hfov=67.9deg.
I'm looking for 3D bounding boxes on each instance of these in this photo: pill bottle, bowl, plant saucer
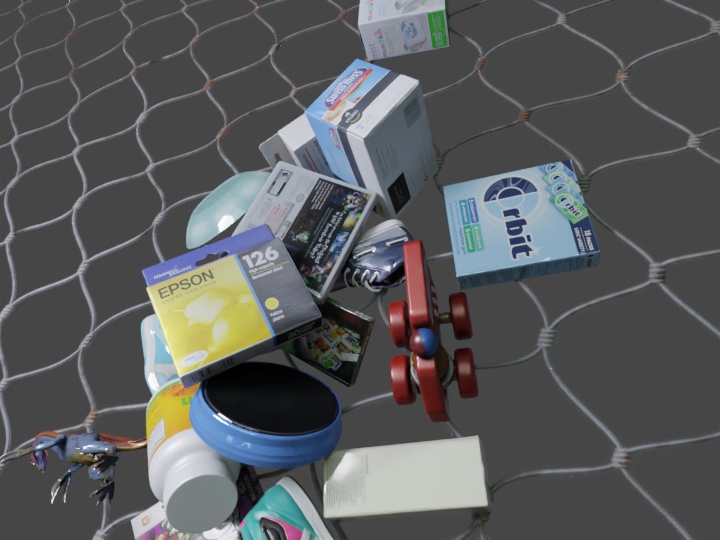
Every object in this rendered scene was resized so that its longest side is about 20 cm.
[{"bbox_3d":[-0.217,0.234,0.695,0.111,0.111,0.200,-39,29,-6],"label":"pill bottle"},{"bbox_3d":[-0.118,0.178,0.698,0.199,0.200,0.040,22,106,28],"label":"bowl"},{"bbox_3d":[-0.241,-0.120,0.942,0.200,0.039,0.202,-30,27,17],"label":"plant saucer"}]

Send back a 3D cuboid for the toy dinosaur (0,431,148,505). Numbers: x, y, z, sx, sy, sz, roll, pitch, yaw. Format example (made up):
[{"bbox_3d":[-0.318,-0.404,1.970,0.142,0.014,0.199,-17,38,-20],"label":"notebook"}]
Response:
[{"bbox_3d":[-0.432,0.286,0.829,0.181,0.106,0.199,18,30,40],"label":"toy dinosaur"}]

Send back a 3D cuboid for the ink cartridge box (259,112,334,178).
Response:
[{"bbox_3d":[-0.066,-0.225,0.957,0.199,0.115,0.068,-35,55,-3],"label":"ink cartridge box"}]

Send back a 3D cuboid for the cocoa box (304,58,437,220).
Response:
[{"bbox_3d":[0.024,-0.206,0.864,0.131,0.200,0.134,33,74,31],"label":"cocoa box"}]

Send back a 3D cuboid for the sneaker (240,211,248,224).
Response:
[{"bbox_3d":[-0.154,-0.093,0.919,0.070,0.099,0.201,-7,58,17],"label":"sneaker"}]

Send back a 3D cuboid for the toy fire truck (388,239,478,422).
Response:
[{"bbox_3d":[0.085,0.083,0.693,0.111,0.168,0.202,-9,58,14],"label":"toy fire truck"}]

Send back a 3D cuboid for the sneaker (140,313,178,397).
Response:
[{"bbox_3d":[-0.267,0.125,0.842,0.130,0.080,0.201,-30,57,2],"label":"sneaker"}]

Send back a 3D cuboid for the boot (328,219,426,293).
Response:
[{"bbox_3d":[0.000,0.000,0.827,0.199,0.073,0.091,-31,50,-2],"label":"boot"}]

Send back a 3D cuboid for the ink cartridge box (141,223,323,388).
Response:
[{"bbox_3d":[-0.181,0.029,0.734,0.196,0.047,0.201,-23,64,-18],"label":"ink cartridge box"}]

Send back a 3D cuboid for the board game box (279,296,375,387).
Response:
[{"bbox_3d":[-0.077,0.083,0.806,0.199,0.023,0.106,24,104,28],"label":"board game box"}]

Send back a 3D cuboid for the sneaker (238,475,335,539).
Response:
[{"bbox_3d":[-0.075,0.350,0.607,0.120,0.084,0.200,-26,61,-33],"label":"sneaker"}]

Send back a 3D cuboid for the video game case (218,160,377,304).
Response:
[{"bbox_3d":[-0.094,-0.066,0.829,0.181,0.023,0.201,20,66,16],"label":"video game case"}]

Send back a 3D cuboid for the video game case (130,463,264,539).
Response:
[{"bbox_3d":[-0.193,0.370,0.698,0.181,0.036,0.201,-32,56,-2],"label":"video game case"}]

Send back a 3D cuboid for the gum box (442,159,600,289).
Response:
[{"bbox_3d":[0.234,-0.070,0.807,0.198,0.045,0.171,-10,58,12],"label":"gum box"}]

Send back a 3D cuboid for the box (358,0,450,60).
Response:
[{"bbox_3d":[0.093,-0.549,1.107,0.175,0.097,0.202,-3,61,14],"label":"box"}]

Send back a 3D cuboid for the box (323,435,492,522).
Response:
[{"bbox_3d":[0.057,0.260,0.660,0.198,0.068,0.083,-9,59,13],"label":"box"}]
